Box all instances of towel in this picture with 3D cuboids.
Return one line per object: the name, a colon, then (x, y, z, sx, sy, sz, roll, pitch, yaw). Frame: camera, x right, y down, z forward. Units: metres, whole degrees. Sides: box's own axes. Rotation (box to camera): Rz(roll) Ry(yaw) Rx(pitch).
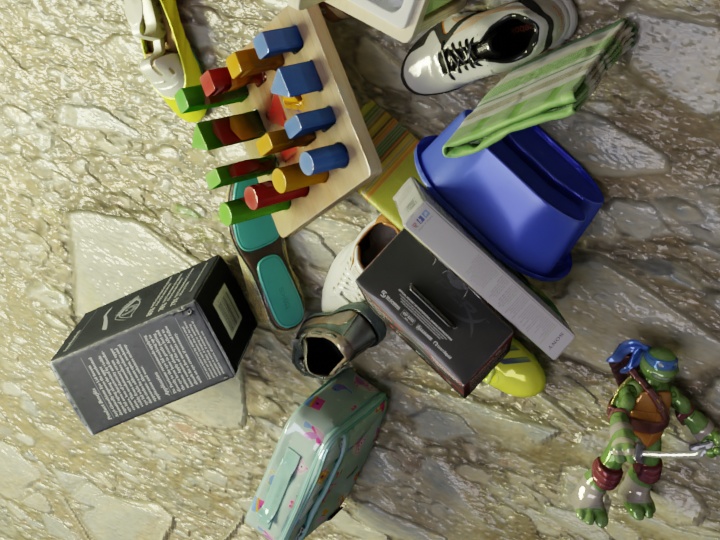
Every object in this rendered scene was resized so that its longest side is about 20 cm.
towel: (0.054, -0.086, 1.536, 0.200, 0.018, 0.086, 42, 85, 14)
towel: (0.171, -0.166, 1.362, 0.148, 0.200, 0.031, -21, 107, 35)

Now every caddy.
caddy: (0.144, -0.077, 1.452, 0.200, 0.141, 0.105, 44, 120, 7)

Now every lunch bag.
lunch bag: (-0.051, 0.225, 1.684, 0.077, 0.160, 0.201, 31, 122, 15)

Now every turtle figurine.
turtle figurine: (0.303, 0.190, 1.474, 0.199, 0.144, 0.195, 32, 127, 19)

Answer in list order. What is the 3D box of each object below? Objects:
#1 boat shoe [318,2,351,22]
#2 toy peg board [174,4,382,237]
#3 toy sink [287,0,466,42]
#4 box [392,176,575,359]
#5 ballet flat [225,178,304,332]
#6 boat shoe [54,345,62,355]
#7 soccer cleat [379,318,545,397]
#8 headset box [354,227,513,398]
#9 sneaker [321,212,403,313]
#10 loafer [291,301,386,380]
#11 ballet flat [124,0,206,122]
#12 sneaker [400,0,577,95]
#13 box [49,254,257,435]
boat shoe: (-0.062, -0.343, 1.498, 0.074, 0.076, 0.201, -31, 93, 39)
toy peg board: (-0.098, -0.150, 1.528, 0.199, 0.097, 0.202, -31, 80, 54)
toy sink: (0.039, -0.303, 1.378, 0.111, 0.200, 0.131, 30, 122, 16)
box: (0.119, -0.006, 1.430, 0.200, 0.144, 0.036, 42, 98, -11)
ballet flat: (-0.117, -0.025, 1.680, 0.070, 0.071, 0.202, -9, 104, 33)
boat shoe: (-0.304, 0.091, 1.826, 0.199, 0.073, 0.067, -28, 93, 35)
soccer cleat: (0.106, 0.084, 1.577, 0.199, 0.084, 0.065, 33, 124, 14)
headset box: (0.075, 0.045, 1.449, 0.149, 0.200, 0.075, 44, 87, 9)
sneaker: (0.000, 0.000, 1.605, 0.073, 0.085, 0.201, 38, 126, 8)
loafer: (-0.041, 0.087, 1.636, 0.072, 0.063, 0.200, 49, 151, -3)
ballet flat: (-0.227, -0.257, 1.635, 0.066, 0.067, 0.202, -3, 109, 30)
sneaker: (0.114, -0.224, 1.444, 0.199, 0.080, 0.074, -21, 100, 36)
box: (-0.238, 0.085, 1.701, 0.198, 0.148, 0.105, -23, 107, 15)
